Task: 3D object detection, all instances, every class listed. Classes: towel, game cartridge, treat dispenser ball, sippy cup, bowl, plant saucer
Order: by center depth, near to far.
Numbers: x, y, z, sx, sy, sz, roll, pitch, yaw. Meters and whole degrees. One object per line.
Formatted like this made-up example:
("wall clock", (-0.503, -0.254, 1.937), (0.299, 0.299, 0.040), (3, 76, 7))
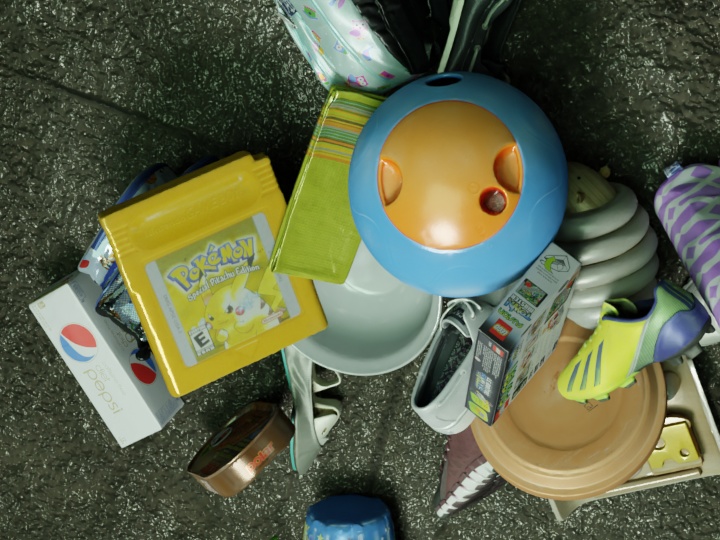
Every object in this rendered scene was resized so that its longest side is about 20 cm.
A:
("treat dispenser ball", (0.088, -0.077, 1.361), (0.199, 0.201, 0.203), (8, 116, 17))
("towel", (-0.020, -0.078, 1.450), (0.085, 0.018, 0.201), (11, 116, -21))
("game cartridge", (-0.141, 0.001, 1.479), (0.175, 0.032, 0.202), (-25, 114, -12))
("plant saucer", (0.203, 0.126, 1.498), (0.198, 0.032, 0.202), (-5, 69, 13))
("bowl", (0.000, 0.000, 1.560), (0.199, 0.090, 0.203), (8, 115, 17))
("sippy cup", (-0.012, 0.327, 1.697), (0.176, 0.140, 0.132), (-7, 103, -18))

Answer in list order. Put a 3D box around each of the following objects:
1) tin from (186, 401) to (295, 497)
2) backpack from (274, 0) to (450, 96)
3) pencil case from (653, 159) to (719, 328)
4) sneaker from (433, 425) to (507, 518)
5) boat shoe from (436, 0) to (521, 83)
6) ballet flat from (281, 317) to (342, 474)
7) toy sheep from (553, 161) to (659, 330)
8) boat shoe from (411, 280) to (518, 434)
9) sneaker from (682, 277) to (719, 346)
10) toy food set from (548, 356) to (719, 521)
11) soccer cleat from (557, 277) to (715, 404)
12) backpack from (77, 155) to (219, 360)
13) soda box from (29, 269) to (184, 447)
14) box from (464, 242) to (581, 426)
("tin", (-0.131, 0.196, 1.650), (0.112, 0.200, 0.042), (-41, 98, -14))
("backpack", (-0.005, -0.264, 1.420), (0.126, 0.167, 0.201), (-16, 114, 44))
("pencil case", (0.338, -0.012, 1.372), (0.085, 0.201, 0.084), (-31, 139, 14))
("sneaker", (0.114, 0.178, 1.613), (0.116, 0.075, 0.200), (58, 144, 18))
("boat shoe", (0.112, -0.193, 1.442), (0.062, 0.073, 0.202), (18, 113, 16))
("ballet flat", (-0.050, 0.137, 1.658), (0.063, 0.068, 0.202), (0, 114, 9))
("toy sheep", (0.222, -0.011, 1.450), (0.137, 0.138, 0.201), (-10, 116, 24))
("boat shoe", (0.107, 0.061, 1.503), (0.072, 0.068, 0.201), (24, 82, 42))
("sneaker", (0.373, 0.022, 1.425), (0.199, 0.092, 0.076), (-33, 99, 30))
("toy food set", (0.271, 0.175, 1.552), (0.198, 0.060, 0.145), (-16, 106, 27))
("soccer cleat", (0.242, 0.063, 1.403), (0.084, 0.065, 0.200), (47, 143, -6))
("backpack", (-0.188, -0.030, 1.575), (0.154, 0.200, 0.191), (42, 105, -6))
("soda box", (-0.291, 0.097, 1.732), (0.068, 0.064, 0.201), (-26, 101, 28))
("box", (0.148, 0.063, 1.398), (0.035, 0.110, 0.200), (37, 160, 16))
